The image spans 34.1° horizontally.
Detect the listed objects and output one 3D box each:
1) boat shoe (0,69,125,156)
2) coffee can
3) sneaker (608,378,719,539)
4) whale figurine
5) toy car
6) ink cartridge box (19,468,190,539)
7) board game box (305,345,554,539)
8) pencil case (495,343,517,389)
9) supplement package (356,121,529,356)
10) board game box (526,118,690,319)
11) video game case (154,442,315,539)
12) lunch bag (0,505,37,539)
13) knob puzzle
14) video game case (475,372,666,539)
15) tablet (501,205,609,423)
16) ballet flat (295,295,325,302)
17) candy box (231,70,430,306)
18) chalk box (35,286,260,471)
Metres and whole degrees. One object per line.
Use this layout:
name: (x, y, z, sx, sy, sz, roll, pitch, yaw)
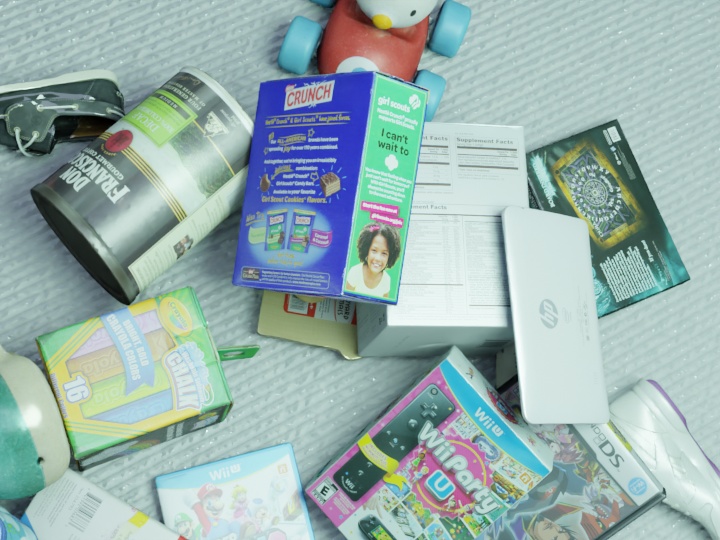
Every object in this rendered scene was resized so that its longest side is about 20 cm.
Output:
boat shoe: (-0.339, -0.152, 1.206, 0.198, 0.072, 0.068, -14, 74, -15)
coffee can: (-0.205, -0.086, 1.174, 0.200, 0.146, 0.146, -43, 86, -18)
sneaker: (0.324, 0.217, 1.239, 0.099, 0.075, 0.201, -34, 83, 2)
whale figurine: (-0.346, 0.127, 1.074, 0.103, 0.160, 0.200, -26, 42, -28)
toy car: (0.027, -0.276, 1.236, 0.183, 0.200, 0.178, 22, 73, -3)
ink cartridge box: (-0.228, 0.283, 1.102, 0.199, 0.067, 0.117, 29, 74, 6)
board game box: (0.067, 0.196, 1.144, 0.200, 0.064, 0.148, -44, 86, 14)
pencil case: (0.185, 0.085, 1.233, 0.088, 0.078, 0.202, -2, 75, 8)
supplement package: (0.078, -0.026, 1.173, 0.149, 0.152, 0.202, 1, 75, -11)
board game box: (0.267, -0.056, 1.311, 0.134, 0.028, 0.202, -20, 80, -14)
video game case: (-0.112, 0.285, 1.160, 0.142, 0.018, 0.202, -13, 78, -12)
lunch bag: (-0.399, 0.260, 1.047, 0.199, 0.082, 0.162, 25, 79, 25)
knob puzzle: (0.000, 0.000, 1.248, 0.217, 0.030, 0.222, 3, 74, -9)
video game case: (0.169, 0.208, 1.169, 0.200, 0.025, 0.181, -39, 90, 15)
tablet: (0.186, 0.043, 1.107, 0.129, 0.014, 0.202, 7, 73, -42)
ballet flat: (-0.061, -0.069, 1.207, 0.068, 0.063, 0.202, -7, 77, -8)
candy box: (-0.031, -0.076, 1.095, 0.077, 0.168, 0.202, 10, 87, -42)
chalk box: (-0.197, 0.098, 1.139, 0.198, 0.124, 0.125, -19, 79, -16)
